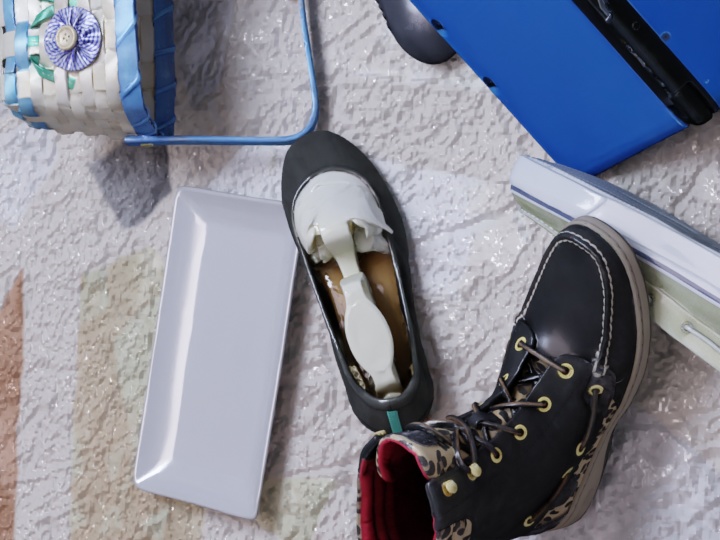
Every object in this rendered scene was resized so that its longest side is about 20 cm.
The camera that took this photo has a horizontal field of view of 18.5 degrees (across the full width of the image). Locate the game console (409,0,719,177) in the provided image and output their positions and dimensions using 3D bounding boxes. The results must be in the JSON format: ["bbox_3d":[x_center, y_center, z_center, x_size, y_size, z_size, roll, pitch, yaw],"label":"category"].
[{"bbox_3d":[0.129,-0.174,1.216,0.171,0.118,0.200,-44,101,-3],"label":"game console"}]

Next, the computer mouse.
[{"bbox_3d":[0.014,-0.215,1.353,0.059,0.034,0.201,-36,67,29],"label":"computer mouse"}]

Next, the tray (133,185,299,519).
[{"bbox_3d":[-0.087,0.051,1.412,0.107,0.022,0.201,10,92,35],"label":"tray"}]

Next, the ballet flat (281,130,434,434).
[{"bbox_3d":[0.000,0.000,1.324,0.068,0.068,0.201,-20,75,2],"label":"ballet flat"}]

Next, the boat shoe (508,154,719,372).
[{"bbox_3d":[0.157,0.000,1.213,0.200,0.072,0.062,32,103,30],"label":"boat shoe"}]

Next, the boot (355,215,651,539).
[{"bbox_3d":[0.075,0.077,1.186,0.073,0.150,0.201,37,130,32],"label":"boot"}]

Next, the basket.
[{"bbox_3d":[-0.129,-0.159,1.398,0.199,0.139,0.177,-6,83,0],"label":"basket"}]
